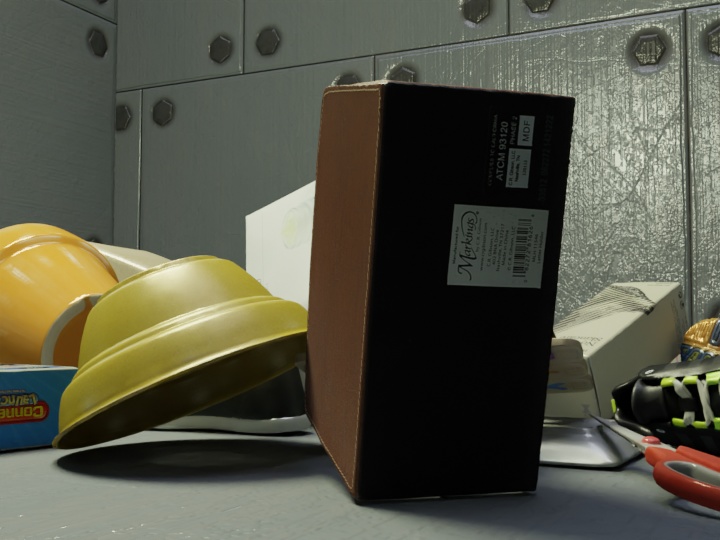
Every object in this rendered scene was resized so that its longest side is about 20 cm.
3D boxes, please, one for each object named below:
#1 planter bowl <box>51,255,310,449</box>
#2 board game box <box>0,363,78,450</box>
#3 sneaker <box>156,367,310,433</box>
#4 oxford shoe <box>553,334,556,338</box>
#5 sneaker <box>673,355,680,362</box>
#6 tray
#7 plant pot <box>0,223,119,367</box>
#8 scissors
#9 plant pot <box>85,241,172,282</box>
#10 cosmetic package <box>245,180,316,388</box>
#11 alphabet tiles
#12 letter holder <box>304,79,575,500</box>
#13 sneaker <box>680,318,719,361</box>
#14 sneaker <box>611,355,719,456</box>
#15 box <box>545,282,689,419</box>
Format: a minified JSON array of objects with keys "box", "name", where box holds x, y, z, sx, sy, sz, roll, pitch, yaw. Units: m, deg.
[{"box":[-0.123,0.045,0.619,0.199,0.084,0.200,-22,-12,-5],"name":"planter bowl"},{"box":[-0.342,0.097,0.649,0.195,0.056,0.199,-3,-5,39],"name":"board game box"},{"box":[-0.133,0.084,0.775,0.199,0.100,0.071,-3,-3,25],"name":"sneaker"},{"box":[0.079,0.099,0.768,0.199,0.085,0.072,-29,-25,36],"name":"oxford shoe"},{"box":[0.373,0.122,1.129,0.088,0.082,0.199,1,-12,-38],"name":"sneaker"},{"box":[0.091,0.114,0.635,0.199,0.022,0.107,-2,-5,29],"name":"tray"},{"box":[-0.332,0.063,1.004,0.199,0.202,0.183,4,10,-45],"name":"plant pot"},{"box":[0.159,0.098,0.497,0.073,0.014,0.200,1,4,-22],"name":"scissors"},{"box":[-0.295,0.078,1.297,0.176,0.202,0.200,10,-1,16],"name":"plant pot"},{"box":[0.000,0.000,0.878,0.199,0.200,0.123,-27,-54,13],"name":"cosmetic package"},{"box":[0.061,0.076,0.639,0.194,0.015,0.200,-4,-22,17],"name":"alphabet tiles"},{"box":[0.031,0.003,0.502,0.100,0.202,0.142,1,9,-17],"name":"letter holder"},{"box":[0.382,0.101,0.812,0.088,0.076,0.200,17,4,-35],"name":"sneaker"},{"box":[0.218,0.091,0.578,0.082,0.072,0.200,-4,-10,-7],"name":"sneaker"},{"box":[0.236,0.074,0.866,0.082,0.069,0.199,-2,16,42],"name":"box"}]
